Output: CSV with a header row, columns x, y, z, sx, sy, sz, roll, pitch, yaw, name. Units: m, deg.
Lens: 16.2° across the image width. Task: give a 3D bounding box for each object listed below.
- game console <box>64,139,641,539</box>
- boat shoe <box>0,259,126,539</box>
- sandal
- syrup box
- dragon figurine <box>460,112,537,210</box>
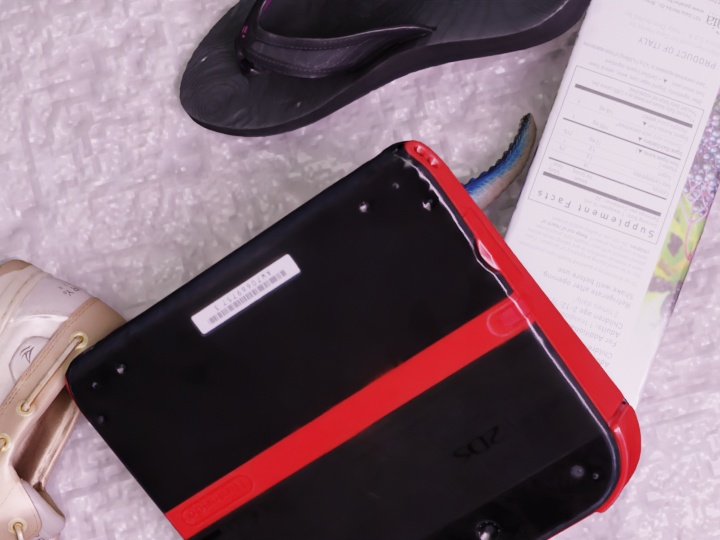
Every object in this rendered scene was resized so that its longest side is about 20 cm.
x,y,z,sx,sy,sz,roll,pitch,yaw,name
-0.002,0.062,1.061,0.200,0.031,0.177,-33,99,23,game console
-0.160,0.097,1.100,0.069,0.074,0.201,19,83,12,boat shoe
0.002,-0.116,1.103,0.200,0.048,0.076,-17,58,24,sandal
0.112,-0.036,1.100,0.081,0.079,0.201,19,84,5,syrup box
0.000,0.000,1.111,0.099,0.059,0.201,27,86,6,dragon figurine
